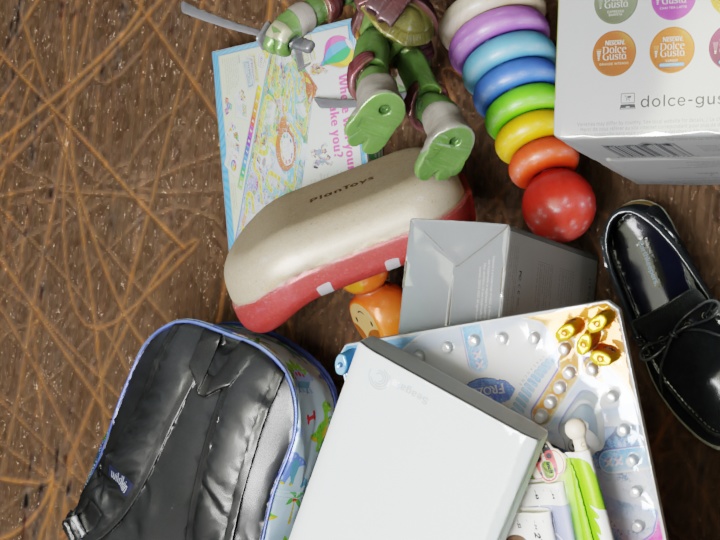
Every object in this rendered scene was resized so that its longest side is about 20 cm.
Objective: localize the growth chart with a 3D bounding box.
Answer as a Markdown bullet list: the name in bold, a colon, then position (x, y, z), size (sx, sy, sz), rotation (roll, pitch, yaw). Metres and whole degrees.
- **growth chart**: position (0.078, 0.187, 1.103), size (0.199, 0.018, 0.146), rotation (-20, 89, 30)

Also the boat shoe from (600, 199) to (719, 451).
- **boat shoe**: position (0.228, 0.039, 1.254), size (0.074, 0.062, 0.201), rotation (-28, 75, 18)

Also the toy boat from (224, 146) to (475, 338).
- **toy boat**: position (0.000, 0.000, 1.312), size (0.198, 0.131, 0.132), rotation (-20, 109, 5)

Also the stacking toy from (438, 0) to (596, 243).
- **stacking toy**: position (0.123, -0.111, 1.293), size (0.085, 0.085, 0.202), rotation (-25, 66, 21)

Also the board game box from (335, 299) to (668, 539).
- **board game box**: position (0.089, 0.133, 1.113), size (0.198, 0.026, 0.202), rotation (-10, 94, 27)

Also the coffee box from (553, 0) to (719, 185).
- **coffee box**: position (0.256, -0.172, 1.186), size (0.198, 0.200, 0.200), rotation (0, 84, 25)

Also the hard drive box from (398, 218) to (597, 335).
- **hard drive box**: position (0.099, 0.053, 1.237), size (0.076, 0.200, 0.158), rotation (5, 86, 26)

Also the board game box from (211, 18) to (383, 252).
- **board game box**: position (-0.048, -0.091, 1.415), size (0.133, 0.034, 0.202), rotation (-9, 80, 24)

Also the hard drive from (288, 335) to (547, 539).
- **hard drive**: position (0.025, 0.161, 1.102), size (0.131, 0.026, 0.202), rotation (27, 111, 21)

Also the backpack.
- **backpack**: position (-0.106, 0.142, 1.354), size (0.182, 0.147, 0.202), rotation (22, 98, 27)

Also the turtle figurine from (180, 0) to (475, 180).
- **turtle figurine**: position (-0.003, -0.138, 1.279), size (0.199, 0.144, 0.195), rotation (-24, 44, 5)
